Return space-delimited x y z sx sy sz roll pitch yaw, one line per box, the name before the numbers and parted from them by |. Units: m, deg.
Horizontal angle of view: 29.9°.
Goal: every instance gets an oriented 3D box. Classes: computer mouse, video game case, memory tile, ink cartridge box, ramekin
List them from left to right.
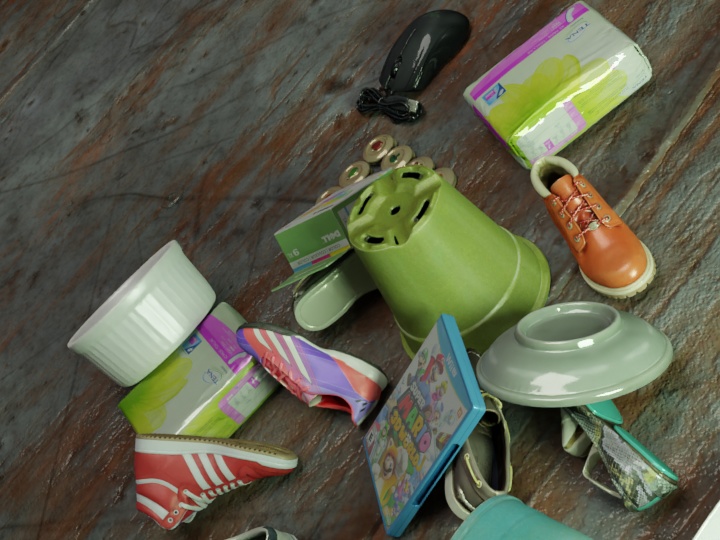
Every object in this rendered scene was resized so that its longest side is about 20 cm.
ramekin | -0.286 0.063 1.800 0.200 0.098 0.200 -42 11 10
ink cartridge box | -0.035 -0.053 1.660 0.104 0.059 0.200 -22 10 40
memory tile | 0.029 -0.103 1.800 0.153 0.017 0.200 -47 38 -5
computer mouse | 0.078 -0.303 1.917 0.138 0.053 0.200 21 69 50
video game case | 0.064 0.165 1.433 0.200 0.018 0.143 -60 28 31

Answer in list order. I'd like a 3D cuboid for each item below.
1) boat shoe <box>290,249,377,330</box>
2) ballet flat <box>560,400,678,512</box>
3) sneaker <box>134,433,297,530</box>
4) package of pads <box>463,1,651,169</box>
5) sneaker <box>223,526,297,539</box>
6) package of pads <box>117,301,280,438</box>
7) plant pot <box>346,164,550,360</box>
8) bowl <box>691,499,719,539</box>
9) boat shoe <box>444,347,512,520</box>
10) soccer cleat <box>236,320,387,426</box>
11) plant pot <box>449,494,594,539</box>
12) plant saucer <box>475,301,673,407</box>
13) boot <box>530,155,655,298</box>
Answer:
boat shoe | -0.002 -0.002 1.686 0.202 0.072 0.060 -34 24 -3
ballet flat | 0.234 0.167 1.328 0.072 0.072 0.200 -40 36 4
sneaker | -0.174 0.256 1.596 0.200 0.071 0.113 3 86 14
package of pads | 0.245 -0.232 1.679 0.200 0.068 0.155 -39 38 6
sneaker | -0.161 0.339 1.503 0.200 0.071 0.073 -33 39 12
package of pads | -0.200 0.154 1.715 0.200 0.068 0.155 -45 37 -2
plant pot | 0.083 -0.015 1.529 0.200 0.190 0.200 -23 43 23
bowl | 0.386 0.247 1.111 0.200 0.075 0.200 -49 38 -9
boat shoe | 0.123 0.162 1.410 0.060 0.072 0.200 -46 32 43
soccer cleat | -0.069 0.119 1.592 0.200 0.068 0.073 20 68 20
plant pot | 0.174 0.316 1.146 0.188 0.200 0.200 16 65 33
plant saucer | 0.213 0.074 1.366 0.200 0.050 0.200 -10 19 4
boot | 0.249 -0.050 1.487 0.075 0.107 0.200 -37 40 5
